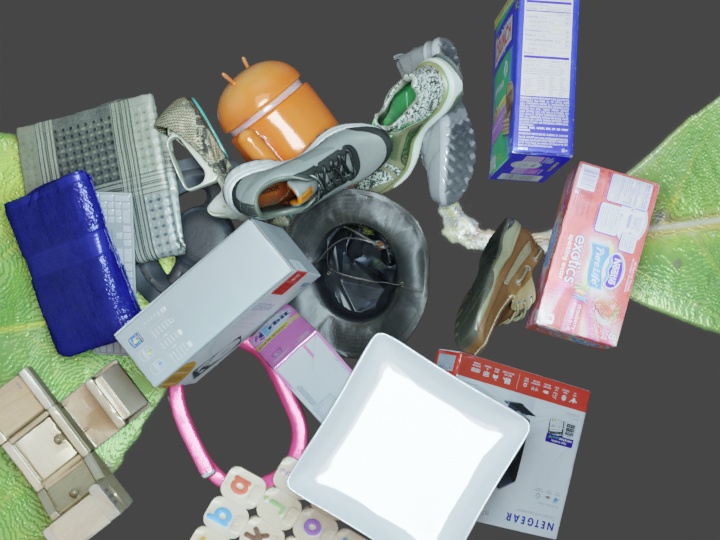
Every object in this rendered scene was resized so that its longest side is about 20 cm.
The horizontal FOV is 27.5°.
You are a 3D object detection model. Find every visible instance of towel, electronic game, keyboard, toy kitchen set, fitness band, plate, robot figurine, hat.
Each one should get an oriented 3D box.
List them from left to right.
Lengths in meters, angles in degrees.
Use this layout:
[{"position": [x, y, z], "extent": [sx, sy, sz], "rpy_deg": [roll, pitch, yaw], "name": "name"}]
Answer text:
[{"position": [-0.328, -0.007, 1.702], "extent": [0.147, 0.049, 0.201], "rpy_deg": [-16, 93, 42], "name": "towel"}, {"position": [-0.320, 0.186, 1.661], "extent": [0.163, 0.180, 0.200], "rpy_deg": [-38, 90, -6], "name": "toy kitchen set"}, {"position": [-0.308, -0.098, 1.750], "extent": [0.192, 0.035, 0.201], "rpy_deg": [-12, 85, 17], "name": "towel"}, {"position": [-0.290, 0.005, 1.724], "extent": [0.056, 0.011, 0.201], "rpy_deg": [4, 108, 12], "name": "keyboard"}, {"position": [-0.187, -0.038, 1.757], "extent": [0.199, 0.042, 0.201], "rpy_deg": [-1, 82, 8], "name": "electronic game"}, {"position": [-0.145, 0.167, 1.740], "extent": [0.143, 0.037, 0.200], "rpy_deg": [-25, 86, -4], "name": "fitness band"}, {"position": [-0.088, -0.162, 1.728], "extent": [0.144, 0.117, 0.200], "rpy_deg": [-42, 101, -21], "name": "robot figurine"}, {"position": [0.000, 0.000, 1.731], "extent": [0.200, 0.081, 0.201], "rpy_deg": [2, 99, 14], "name": "hat"}, {"position": [0.052, 0.200, 1.598], "extent": [0.199, 0.032, 0.200], "rpy_deg": [31, 85, 5], "name": "plate"}]

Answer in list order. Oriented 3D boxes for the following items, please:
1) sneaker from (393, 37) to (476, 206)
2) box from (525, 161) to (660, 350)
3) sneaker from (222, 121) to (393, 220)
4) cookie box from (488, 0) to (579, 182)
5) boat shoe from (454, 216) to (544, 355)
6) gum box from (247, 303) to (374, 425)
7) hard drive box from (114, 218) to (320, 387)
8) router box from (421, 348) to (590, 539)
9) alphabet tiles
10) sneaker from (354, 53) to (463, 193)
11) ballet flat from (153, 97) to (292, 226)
[{"position": [0.086, -0.176, 1.777], "extent": [0.082, 0.075, 0.201], "rpy_deg": [-6, 88, 33], "name": "sneaker"}, {"position": [0.273, -0.015, 1.737], "extent": [0.102, 0.095, 0.201], "rpy_deg": [15, 84, 1], "name": "box"}, {"position": [-0.050, -0.102, 1.636], "extent": [0.200, 0.079, 0.074], "rpy_deg": [-24, 120, -15], "name": "sneaker"}, {"position": [0.201, -0.217, 1.721], "extent": [0.075, 0.171, 0.201], "rpy_deg": [4, 83, -4], "name": "cookie box"}, {"position": [0.170, 0.021, 1.707], "extent": [0.074, 0.076, 0.200], "rpy_deg": [31, 49, -6], "name": "boat shoe"}, {"position": [-0.030, 0.142, 1.671], "extent": [0.066, 0.113, 0.200], "rpy_deg": [-42, 113, -5], "name": "gum box"}, {"position": [-0.156, 0.038, 1.641], "extent": [0.200, 0.156, 0.077], "rpy_deg": [-41, 82, 7], "name": "hard drive box"}, {"position": [0.158, 0.201, 1.688], "extent": [0.200, 0.049, 0.180], "rpy_deg": [17, 83, -32], "name": "router box"}, {"position": [-0.094, 0.324, 1.719], "extent": [0.195, 0.015, 0.200], "rpy_deg": [30, 90, -7], "name": "alphabet tiles"}, {"position": [0.033, -0.168, 1.715], "extent": [0.077, 0.088, 0.200], "rpy_deg": [48, 124, 24], "name": "sneaker"}, {"position": [-0.167, -0.109, 1.703], "extent": [0.075, 0.068, 0.200], "rpy_deg": [-39, 84, -11], "name": "ballet flat"}]
